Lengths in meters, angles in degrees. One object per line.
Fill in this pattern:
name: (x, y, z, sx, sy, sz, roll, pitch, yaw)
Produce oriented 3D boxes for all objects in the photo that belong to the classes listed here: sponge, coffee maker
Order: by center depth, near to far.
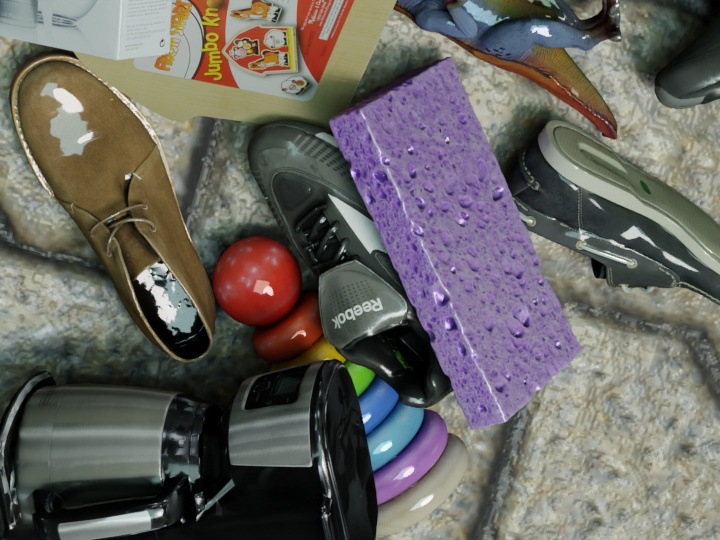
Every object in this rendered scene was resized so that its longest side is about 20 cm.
coffee maker: (-0.092, 0.144, 1.191, 0.199, 0.135, 0.193, -2, 136, 12)
sponge: (0.058, -0.018, 1.196, 0.030, 0.111, 0.201, -20, 98, 36)

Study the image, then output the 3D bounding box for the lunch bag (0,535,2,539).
lunch bag: (-0.274, 0.214, 1.147, 0.169, 0.200, 0.128, -19, 111, -8)

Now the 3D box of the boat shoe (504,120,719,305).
boat shoe: (0.175, -0.020, 1.274, 0.199, 0.072, 0.068, 29, 116, -22)

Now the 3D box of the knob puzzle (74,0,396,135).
knob puzzle: (-0.084, -0.159, 1.133, 0.218, 0.031, 0.220, -1, 142, -1)

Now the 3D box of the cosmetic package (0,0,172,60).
cosmetic package: (-0.187, -0.201, 1.060, 0.199, 0.052, 0.152, 13, 105, 28)

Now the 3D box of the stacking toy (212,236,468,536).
stacking toy: (-0.021, 0.063, 1.242, 0.085, 0.085, 0.200, -37, 105, -2)

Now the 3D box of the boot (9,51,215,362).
boot: (-0.136, -0.035, 1.177, 0.073, 0.075, 0.201, -29, 110, -3)

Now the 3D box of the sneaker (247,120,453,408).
sneaker: (0.000, 0.000, 1.193, 0.066, 0.091, 0.200, -31, 104, 27)

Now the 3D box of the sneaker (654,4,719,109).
sneaker: (0.254, -0.173, 1.251, 0.200, 0.075, 0.079, -35, 98, -9)

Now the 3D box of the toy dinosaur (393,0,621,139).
toy dinosaur: (0.061, -0.145, 1.193, 0.180, 0.105, 0.201, -3, 119, 5)
